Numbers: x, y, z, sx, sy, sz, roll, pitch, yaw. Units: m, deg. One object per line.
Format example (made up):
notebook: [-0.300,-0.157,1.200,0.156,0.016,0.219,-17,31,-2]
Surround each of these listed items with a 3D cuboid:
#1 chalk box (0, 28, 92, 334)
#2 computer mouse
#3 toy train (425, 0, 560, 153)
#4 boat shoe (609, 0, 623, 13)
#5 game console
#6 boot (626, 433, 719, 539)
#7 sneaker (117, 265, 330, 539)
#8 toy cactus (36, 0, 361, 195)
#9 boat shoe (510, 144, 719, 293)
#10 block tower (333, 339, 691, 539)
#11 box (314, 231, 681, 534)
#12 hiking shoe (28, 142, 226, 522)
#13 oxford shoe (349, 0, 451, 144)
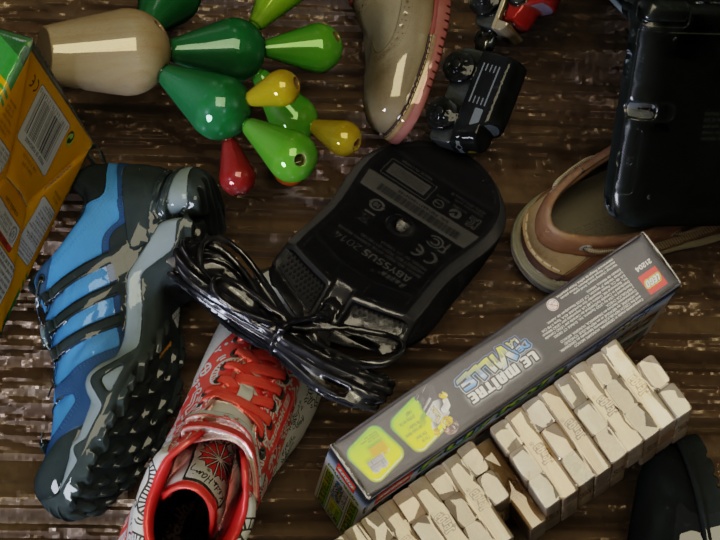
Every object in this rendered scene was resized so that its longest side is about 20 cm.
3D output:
chalk box: [-0.263,-0.068,1.396,0.199,0.125,0.125,17,71,17]
computer mouse: [0.000,0.000,1.421,0.138,0.053,0.200,35,45,16]
toy train: [0.089,-0.156,1.464,0.046,0.034,0.201,17,82,25]
boat shoe: [0.149,-0.189,1.501,0.073,0.062,0.200,-42,82,20]
game console: [0.199,-0.123,1.448,0.199,0.116,0.177,-2,108,-29]
boot: [0.115,0.187,1.391,0.161,0.073,0.200,-7,71,-1]
sneaker: [-0.061,0.079,1.382,0.067,0.108,0.202,28,73,-3]
toy cactus: [-0.091,-0.114,1.440,0.164,0.102,0.201,-3,56,-22]
boat shoe: [0.176,-0.050,1.466,0.199,0.072,0.076,-30,77,-13]
block tower: [0.072,0.113,1.376,0.199,0.058,0.054,-34,73,-7]
box: [0.070,0.062,1.402,0.199,0.110,0.035,-33,78,-14]
hiking shoe: [-0.137,0.035,1.422,0.086,0.074,0.201,12,69,20]
oxford shoe: [0.005,-0.162,1.480,0.074,0.070,0.201,12,59,-21]
